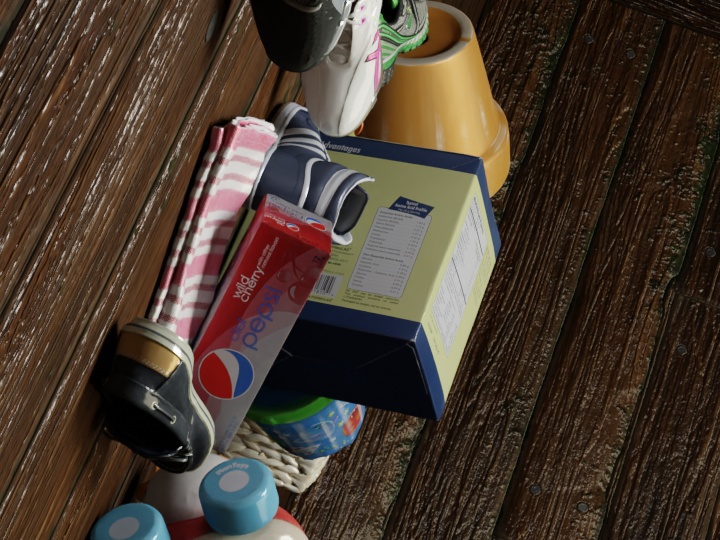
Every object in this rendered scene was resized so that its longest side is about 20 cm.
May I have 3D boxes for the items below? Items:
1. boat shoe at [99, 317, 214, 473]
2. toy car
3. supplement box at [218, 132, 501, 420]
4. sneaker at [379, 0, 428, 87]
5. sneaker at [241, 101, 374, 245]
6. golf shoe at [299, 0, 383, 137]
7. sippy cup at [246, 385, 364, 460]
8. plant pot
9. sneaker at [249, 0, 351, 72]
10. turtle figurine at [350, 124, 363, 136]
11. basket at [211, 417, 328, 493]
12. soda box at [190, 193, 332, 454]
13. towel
[{"bbox_3d":[-0.147,0.102,1.345,0.200,0.074,0.062,91,24,-63],"label":"boat shoe"},{"bbox_3d":[-0.145,0.220,1.591,0.200,0.176,0.185,-126,-162,-54],"label":"toy car"},{"bbox_3d":[0.000,0.000,1.727,0.135,0.199,0.201,73,34,-53],"label":"supplement box"},{"bbox_3d":[0.028,-0.258,1.918,0.200,0.078,0.086,-67,171,-57],"label":"sneaker"},{"bbox_3d":[-0.039,-0.081,1.628,0.200,0.108,0.070,-60,170,-69],"label":"sneaker"},{"bbox_3d":[-0.017,-0.210,1.589,0.092,0.072,0.202,-25,123,-76],"label":"golf shoe"},{"bbox_3d":[-0.056,0.111,1.833,0.131,0.177,0.140,65,40,-53],"label":"sippy cup"},{"bbox_3d":[0.065,-0.188,2.120,0.201,0.199,0.184,-66,158,-45],"label":"plant pot"},{"bbox_3d":[-0.050,-0.207,1.204,0.116,0.075,0.201,-54,154,-60],"label":"sneaker"},{"bbox_3d":[-0.033,-0.102,1.931,0.200,0.064,0.162,85,25,-81],"label":"turtle figurine"},{"bbox_3d":[-0.081,0.145,2.015,0.200,0.135,0.124,-35,147,-83],"label":"basket"},{"bbox_3d":[-0.093,0.043,1.538,0.201,0.063,0.070,-62,-170,20],"label":"soda box"},{"bbox_3d":[-0.116,-0.019,1.448,0.146,0.030,0.201,-38,148,-82],"label":"towel"}]
